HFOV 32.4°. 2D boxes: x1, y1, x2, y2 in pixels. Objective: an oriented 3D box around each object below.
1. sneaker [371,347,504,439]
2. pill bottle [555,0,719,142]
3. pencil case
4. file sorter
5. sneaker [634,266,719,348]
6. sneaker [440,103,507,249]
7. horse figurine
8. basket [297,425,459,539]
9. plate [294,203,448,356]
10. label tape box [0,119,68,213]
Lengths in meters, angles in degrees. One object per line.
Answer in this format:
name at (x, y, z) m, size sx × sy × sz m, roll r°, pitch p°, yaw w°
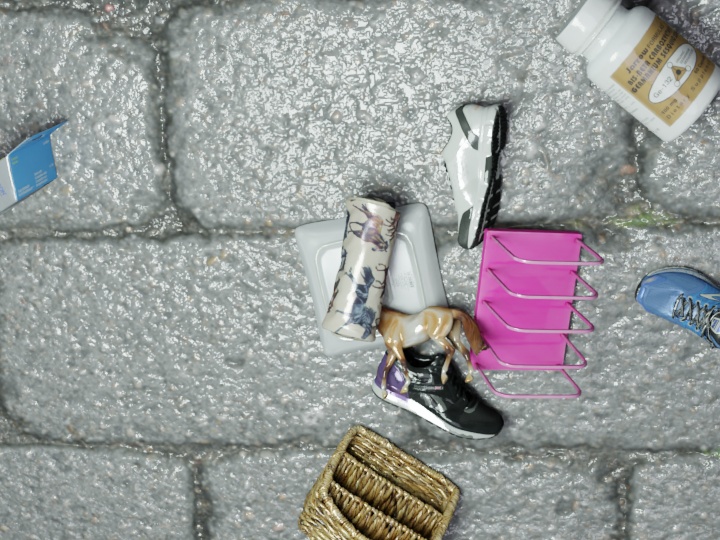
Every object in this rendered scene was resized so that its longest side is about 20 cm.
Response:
sneaker at (0.118, 0.170, 1.767) m, size 0.197 × 0.076 × 0.089 m, roll 22°, pitch 113°, yaw 3°
pill bottle at (0.351, -0.268, 1.575) m, size 0.199 × 0.114 × 0.115 m, roll 38°, pitch 109°, yaw -3°
pencil case at (0.000, 0.000, 1.695) m, size 0.077 × 0.089 × 0.203 m, roll 10°, pitch 95°, yaw -17°
file sorter at (0.238, 0.060, 1.669) m, size 0.137 × 0.126 × 0.203 m, roll 1°, pitch 108°, yaw -12°
sneaker at (0.467, 0.054, 1.665) m, size 0.197 × 0.089 × 0.080 m, roll 16°, pitch 108°, yaw 5°
sneaker at (0.149, -0.130, 1.686) m, size 0.079 × 0.074 × 0.203 m, roll 12°, pitch 105°, yaw 23°
horse figurine at (0.086, 0.098, 1.719) m, size 0.197 × 0.050 × 0.135 m, roll -14°, pitch 75°, yaw 23°
basket at (0.025, 0.350, 1.805) m, size 0.199 × 0.143 × 0.150 m, roll 33°, pitch 110°, yaw -2°
plate at (0.018, 0.019, 1.765) m, size 0.197 × 0.032 × 0.203 m, roll -10°, pitch 104°, yaw 12°
label tape box at (-0.497, -0.124, 1.753) m, size 0.198 × 0.144 × 0.064 m, roll -30°, pitch 100°, yaw 17°
